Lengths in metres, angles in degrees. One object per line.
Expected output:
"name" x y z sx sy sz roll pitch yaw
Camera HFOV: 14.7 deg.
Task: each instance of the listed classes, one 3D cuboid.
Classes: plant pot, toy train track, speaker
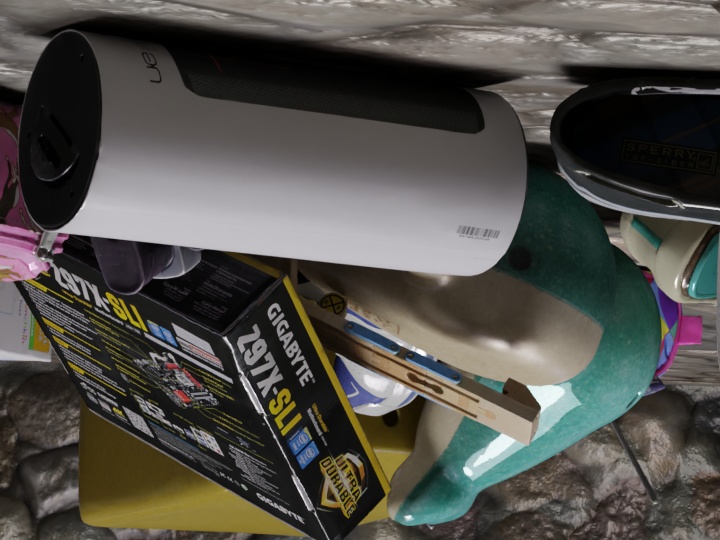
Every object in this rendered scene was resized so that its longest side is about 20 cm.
"plant pot" -0.041 0.063 1.734 0.193 0.197 0.199 7 171 -37
"toy train track" 0.001 0.025 1.351 0.199 0.033 0.115 26 150 14
"speaker" -0.035 -0.045 1.123 0.199 0.082 0.081 6 174 -30

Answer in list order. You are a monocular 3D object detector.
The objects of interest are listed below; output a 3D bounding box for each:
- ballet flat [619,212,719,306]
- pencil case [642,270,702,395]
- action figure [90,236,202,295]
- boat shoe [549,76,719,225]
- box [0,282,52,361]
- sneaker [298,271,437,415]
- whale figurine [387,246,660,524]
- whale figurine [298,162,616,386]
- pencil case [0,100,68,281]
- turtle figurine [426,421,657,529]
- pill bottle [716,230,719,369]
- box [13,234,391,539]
"ballet flat" 0.195 -0.012 1.525 0.069 0.070 0.200 0 172 27
"pencil case" 0.148 0.043 1.998 0.088 0.089 0.199 7 176 -36
"action figure" -0.038 -0.041 1.261 0.129 0.070 0.200 -8 -175 29
"boat shoe" 0.170 -0.043 1.104 0.199 0.069 0.057 4 175 18
"box" -0.253 -0.007 1.554 0.112 0.102 0.200 1 175 15
"sneaker" 0.000 0.000 1.544 0.114 0.081 0.200 14 149 -11
"whale figurine" 0.098 0.074 1.613 0.104 0.201 0.159 35 -175 16
"whale figurine" 0.035 -0.019 1.398 0.199 0.104 0.159 23 171 6
"pencil case" -0.201 -0.045 1.215 0.086 0.083 0.200 1 174 27
"turtle figurine" 0.089 0.072 1.851 0.143 0.201 0.194 -30 -168 13
"pill bottle" 0.274 0.006 1.323 0.198 0.115 0.114 4 175 0
"box" -0.089 0.037 1.367 0.199 0.049 0.160 25 149 41
